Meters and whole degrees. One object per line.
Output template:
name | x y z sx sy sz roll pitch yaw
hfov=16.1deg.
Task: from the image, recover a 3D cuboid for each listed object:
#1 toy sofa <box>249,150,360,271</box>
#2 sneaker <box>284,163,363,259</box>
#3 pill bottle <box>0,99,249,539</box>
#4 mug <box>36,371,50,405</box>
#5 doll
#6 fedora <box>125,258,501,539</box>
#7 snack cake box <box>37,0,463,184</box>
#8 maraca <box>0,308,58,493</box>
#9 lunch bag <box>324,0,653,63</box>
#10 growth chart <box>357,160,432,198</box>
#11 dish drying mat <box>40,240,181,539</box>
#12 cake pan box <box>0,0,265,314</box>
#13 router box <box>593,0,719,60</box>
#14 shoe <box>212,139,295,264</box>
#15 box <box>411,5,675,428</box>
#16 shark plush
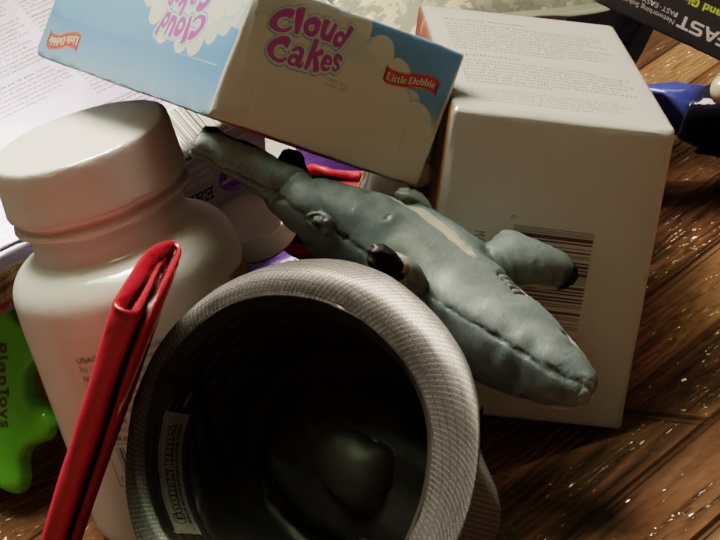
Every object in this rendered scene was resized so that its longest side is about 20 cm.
toy sofa | -0.019 -0.053 1.552 0.200 0.083 0.098 -24 19 -15
sneaker | 0.043 -0.033 1.392 0.200 0.078 0.116 -22 -14 31
pill bottle | -0.106 0.025 1.243 0.114 0.200 0.114 -16 20 6
mug | -0.174 0.003 1.436 0.149 0.153 0.187 -20 20 -4
doll | 0.206 -0.078 1.394 0.200 0.048 0.136 15 -7 31
fedora | -0.008 0.088 1.102 0.200 0.177 0.090 21 1 39
snack cake box | -0.057 -0.102 1.203 0.115 0.067 0.200 19 2 -33
maraca | -0.237 0.063 1.373 0.200 0.137 0.107 -5 1 38
lunch bag | 0.045 -0.152 1.484 0.200 0.118 0.164 -9 44 -37
growth chart | 0.000 0.000 1.269 0.018 0.200 0.145 12 29 -8
dish drying mat | -0.121 0.084 1.150 0.018 0.200 0.077 20 28 0
cake pan box | -0.173 -0.079 1.351 0.200 0.052 0.184 -29 55 -21
router box | 0.248 -0.155 1.436 0.200 0.062 0.150 27 28 13
shoe | -0.076 -0.048 1.427 0.071 0.091 0.200 -20 42 -9
box | 0.077 -0.032 1.260 0.106 0.152 0.200 6 18 -6
shark plush | 0.021 -0.011 1.116 0.091 0.200 0.083 -44 5 7
